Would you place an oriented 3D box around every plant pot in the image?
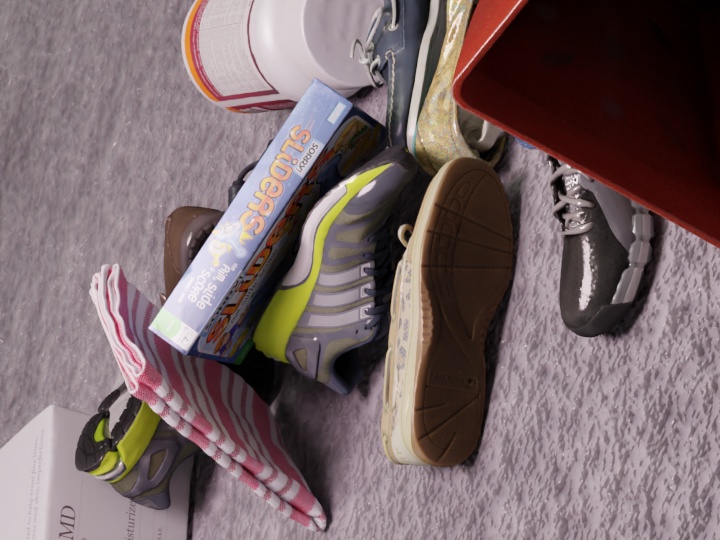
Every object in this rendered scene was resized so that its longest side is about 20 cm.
[{"bbox_3d":[0.182,-0.166,1.213,0.200,0.199,0.177,-50,22,35],"label":"plant pot"}]

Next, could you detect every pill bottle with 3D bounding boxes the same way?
[{"bbox_3d":[-0.049,-0.178,1.719,0.200,0.109,0.110,1,74,61],"label":"pill bottle"}]

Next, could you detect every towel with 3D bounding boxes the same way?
[{"bbox_3d":[-0.103,0.089,1.566,0.030,0.200,0.146,-43,34,8],"label":"towel"}]

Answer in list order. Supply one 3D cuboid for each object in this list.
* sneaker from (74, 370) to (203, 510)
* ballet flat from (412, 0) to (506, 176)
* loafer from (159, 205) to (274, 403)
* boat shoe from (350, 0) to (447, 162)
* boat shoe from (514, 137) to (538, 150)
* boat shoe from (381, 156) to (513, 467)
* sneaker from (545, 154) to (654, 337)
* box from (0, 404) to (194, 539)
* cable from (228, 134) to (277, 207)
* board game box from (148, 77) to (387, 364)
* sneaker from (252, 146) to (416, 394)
[{"bbox_3d":[-0.145,0.099,1.746,0.074,0.081,0.200,-10,39,45],"label":"sneaker"},{"bbox_3d":[0.088,-0.156,1.506,0.071,0.070,0.201,7,81,62],"label":"ballet flat"},{"bbox_3d":[-0.109,0.036,1.671,0.071,0.073,0.201,43,139,50],"label":"loafer"},{"bbox_3d":[0.030,-0.162,1.581,0.075,0.062,0.201,70,-157,-61],"label":"boat shoe"},{"bbox_3d":[0.134,-0.167,1.413,0.200,0.072,0.072,-58,29,23],"label":"boat shoe"},{"bbox_3d":[0.047,0.026,1.451,0.063,0.073,0.201,-10,65,56],"label":"boat shoe"},{"bbox_3d":[0.115,-0.067,1.337,0.075,0.115,0.201,-17,58,57],"label":"sneaker"},{"bbox_3d":[-0.235,0.243,1.769,0.200,0.130,0.200,-39,41,46],"label":"box"},{"bbox_3d":[-0.052,-0.031,1.694,0.200,0.051,0.164,-11,63,59],"label":"cable"},{"bbox_3d":[-0.058,-0.030,1.552,0.200,0.034,0.135,-56,-14,4],"label":"board game box"},{"bbox_3d":[0.000,0.000,1.528,0.074,0.081,0.200,-39,-18,-47],"label":"sneaker"}]
